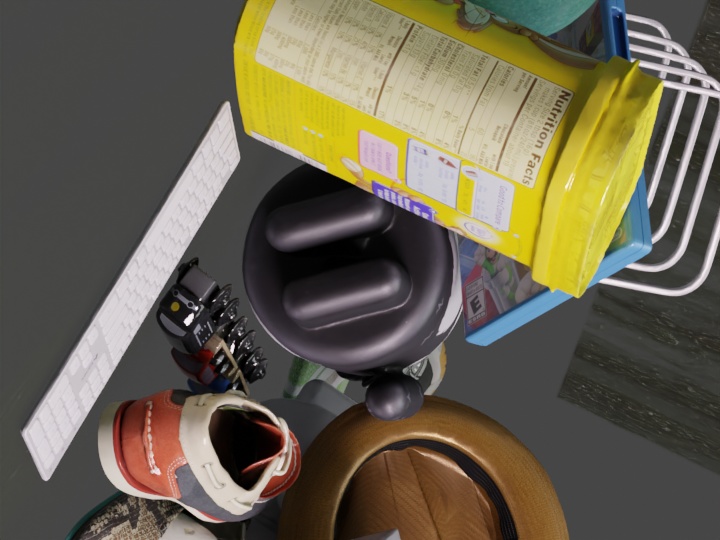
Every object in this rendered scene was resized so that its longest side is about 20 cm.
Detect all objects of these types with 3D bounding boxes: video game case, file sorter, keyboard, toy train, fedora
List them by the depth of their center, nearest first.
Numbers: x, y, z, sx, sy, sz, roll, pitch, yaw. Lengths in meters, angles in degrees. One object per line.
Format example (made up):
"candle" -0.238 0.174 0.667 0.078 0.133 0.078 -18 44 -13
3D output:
"keyboard" -0.110 0.008 1.070 0.201 0.011 0.056 -61 169 -24
"toy train" -0.083 0.042 1.216 0.046 0.034 0.200 -51 166 -10
"video game case" 0.102 -0.075 1.237 0.143 0.018 0.202 -33 -129 46
"fedora" 0.032 0.179 1.347 0.202 0.200 0.082 -62 -172 -18
"file sorter" 0.150 -0.084 1.376 0.200 0.123 0.140 -108 -150 -69

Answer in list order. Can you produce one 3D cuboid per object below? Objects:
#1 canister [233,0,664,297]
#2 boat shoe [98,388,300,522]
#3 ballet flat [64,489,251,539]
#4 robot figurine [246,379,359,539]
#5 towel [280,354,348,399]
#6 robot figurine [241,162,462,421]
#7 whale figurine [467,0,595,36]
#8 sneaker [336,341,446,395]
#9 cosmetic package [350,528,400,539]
"canister" 0.041 -0.080 1.095 0.087 0.199 0.149 -61 169 -19
"boat shoe" -0.072 0.098 1.196 0.200 0.062 0.072 23 58 -67
"ballet flat" -0.104 0.152 1.250 0.068 0.075 0.200 -66 170 10
"robot figurine" -0.055 0.164 1.418 0.201 0.112 0.170 -57 177 -39
"towel" -0.026 0.050 1.566 0.149 0.031 0.201 -45 159 -57
"robot figurine" 0.001 -0.002 1.289 0.151 0.124 0.200 -65 169 -1
"whale figurine" 0.058 -0.171 1.086 0.200 0.158 0.105 7 77 -66
"sneaker" 0.011 0.049 1.519 0.088 0.076 0.201 -40 159 -22
"cosmetic package" -0.062 0.226 1.251 0.090 0.198 0.108 -19 94 -77
